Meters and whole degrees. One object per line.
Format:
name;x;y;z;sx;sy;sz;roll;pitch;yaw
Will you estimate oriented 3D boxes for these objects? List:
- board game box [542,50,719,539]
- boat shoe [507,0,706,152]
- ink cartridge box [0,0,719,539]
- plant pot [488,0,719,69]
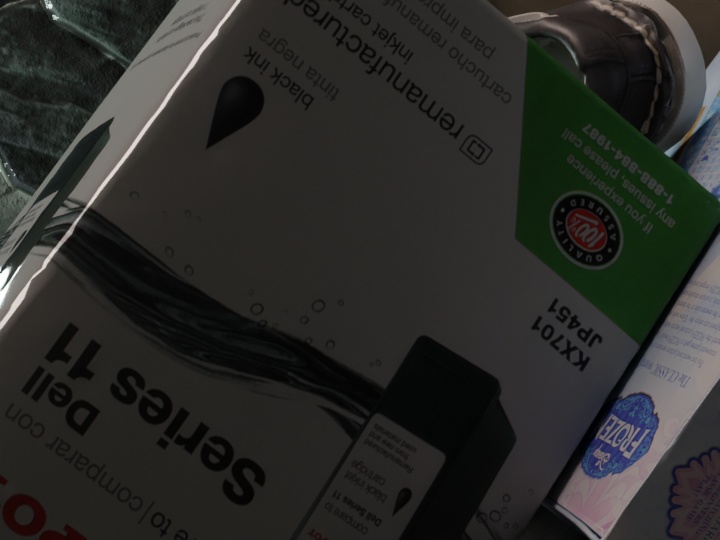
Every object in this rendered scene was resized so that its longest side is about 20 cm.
board game box;0.114;-0.010;0.623;0.200;0.041;0.200;-53;9;-1
boat shoe;0.017;-0.028;0.708;0.200;0.074;0.060;-24;-8;38
ink cartridge box;-0.022;0.023;0.578;0.200;0.147;0.083;-56;16;-16
plant pot;0.133;-0.098;0.833;0.173;0.200;0.200;16;36;33
